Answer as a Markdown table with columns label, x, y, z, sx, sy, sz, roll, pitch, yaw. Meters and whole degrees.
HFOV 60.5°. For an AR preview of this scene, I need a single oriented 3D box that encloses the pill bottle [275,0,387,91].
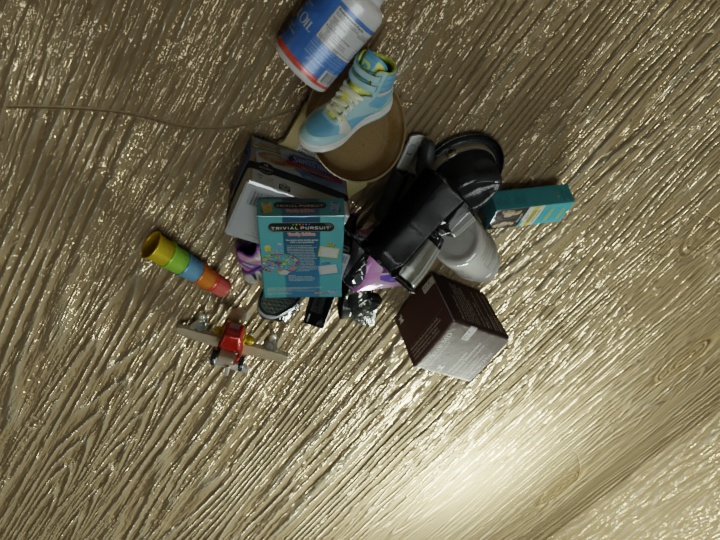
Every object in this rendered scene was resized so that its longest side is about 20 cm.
| label | x | y | z | sx | sy | sz | roll | pitch | yaw |
| --- | --- | --- | --- | --- | --- | --- | --- | --- | --- |
| pill bottle | -0.035 | -0.393 | 0.967 | 0.111 | 0.113 | 0.200 | 29 | 115 | -38 |

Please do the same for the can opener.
| label | x | y | z | sx | sy | sz | roll | pitch | yaw |
| --- | --- | --- | --- | --- | --- | --- | --- | --- | --- |
| can opener | 0.090 | -0.177 | 1.243 | 0.052 | 0.067 | 0.203 | 10 | 120 | -27 |

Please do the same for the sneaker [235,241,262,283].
| label | x | y | z | sx | sy | sz | roll | pitch | yaw |
| --- | --- | --- | --- | --- | --- | --- | --- | --- | --- |
| sneaker | -0.171 | -0.057 | 1.251 | 0.197 | 0.081 | 0.089 | -29 | 125 | 7 |

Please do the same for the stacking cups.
| label | x | y | z | sx | sy | sz | roll | pitch | yaw |
| --- | --- | --- | --- | --- | --- | --- | --- | --- | --- |
| stacking cups | -0.344 | -0.002 | 1.241 | 0.060 | 0.061 | 0.199 | -36 | 133 | 14 |

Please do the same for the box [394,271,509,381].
| label | x | y | z | sx | sy | sz | roll | pitch | yaw |
| --- | --- | --- | --- | --- | --- | --- | --- | --- | --- |
| box | 0.221 | 0.141 | 1.516 | 0.196 | 0.166 | 0.167 | 18 | 123 | -33 |

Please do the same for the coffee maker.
| label | x | y | z | sx | sy | sz | roll | pitch | yaw |
| --- | --- | --- | --- | --- | --- | --- | --- | --- | --- |
| coffee maker | 0.096 | -0.090 | 1.161 | 0.201 | 0.135 | 0.191 | -50 | 128 | 3 |

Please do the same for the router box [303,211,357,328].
| label | x | y | z | sx | sy | sz | roll | pitch | yaw |
| --- | --- | --- | --- | --- | --- | --- | --- | --- | --- |
| router box | -0.062 | -0.004 | 1.282 | 0.050 | 0.151 | 0.203 | 17 | 126 | -6 |

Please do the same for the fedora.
| label | x | y | z | sx | sy | sz | roll | pitch | yaw |
| --- | --- | --- | --- | --- | --- | --- | --- | --- | --- |
| fedora | 0.219 | -0.179 | 1.272 | 0.195 | 0.093 | 0.204 | -11 | 134 | -11 |

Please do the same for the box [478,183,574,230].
| label | x | y | z | sx | sy | sz | roll | pitch | yaw |
| --- | --- | --- | --- | --- | --- | --- | --- | --- | --- |
| box | 0.370 | -0.142 | 1.380 | 0.194 | 0.050 | 0.083 | -8 | 154 | -15 |

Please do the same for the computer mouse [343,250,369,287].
| label | x | y | z | sx | sy | sz | roll | pitch | yaw |
| --- | --- | --- | --- | --- | --- | --- | --- | --- | --- |
| computer mouse | 0.000 | 0.000 | 1.165 | 0.034 | 0.200 | 0.059 | 38 | 81 | 0 |

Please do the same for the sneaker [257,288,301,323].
| label | x | y | z | sx | sy | sz | roll | pitch | yaw |
| --- | --- | --- | --- | --- | --- | --- | --- | --- | --- |
| sneaker | -0.174 | 0.073 | 1.295 | 0.076 | 0.203 | 0.147 | 33 | 125 | 0 |

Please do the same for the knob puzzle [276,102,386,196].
| label | x | y | z | sx | sy | sz | roll | pitch | yaw |
| --- | --- | --- | --- | --- | --- | --- | --- | --- | --- |
| knob puzzle | -0.073 | -0.206 | 1.178 | 0.213 | 0.031 | 0.223 | -4 | 135 | -4 |

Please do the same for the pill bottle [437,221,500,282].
| label | x | y | z | sx | sy | sz | roll | pitch | yaw |
| --- | --- | --- | --- | --- | --- | --- | --- | --- | --- |
| pill bottle | 0.244 | -0.041 | 1.372 | 0.113 | 0.116 | 0.199 | -36 | 152 | 14 |

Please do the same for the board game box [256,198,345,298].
| label | x | y | z | sx | sy | sz | roll | pitch | yaw |
| --- | --- | --- | --- | --- | --- | --- | --- | --- | --- |
| board game box | -0.104 | -0.036 | 1.099 | 0.146 | 0.048 | 0.203 | -1 | 136 | -5 |

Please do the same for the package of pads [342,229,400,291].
| label | x | y | z | sx | sy | sz | roll | pitch | yaw |
| --- | --- | --- | --- | --- | --- | --- | --- | --- | --- |
| package of pads | 0.060 | -0.027 | 1.329 | 0.196 | 0.076 | 0.123 | -6 | 131 | -39 |

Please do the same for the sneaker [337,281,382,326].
| label | x | y | z | sx | sy | sz | roll | pitch | yaw |
| --- | --- | --- | --- | --- | --- | --- | --- | --- | --- |
| sneaker | 0.005 | 0.058 | 1.435 | 0.101 | 0.061 | 0.203 | -3 | 137 | -17 |

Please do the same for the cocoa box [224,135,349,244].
| label | x | y | z | sx | sy | sz | roll | pitch | yaw |
| --- | --- | --- | --- | --- | --- | --- | --- | --- | --- |
| cocoa box | -0.134 | -0.128 | 1.132 | 0.195 | 0.133 | 0.134 | 17 | 132 | -22 |

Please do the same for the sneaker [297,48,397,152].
| label | x | y | z | sx | sy | sz | roll | pitch | yaw |
| --- | --- | --- | --- | --- | --- | --- | --- | --- | --- |
| sneaker | -0.020 | -0.283 | 0.992 | 0.199 | 0.080 | 0.131 | -40 | 165 | -25 |

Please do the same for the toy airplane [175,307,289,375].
| label | x | y | z | sx | sy | sz | roll | pitch | yaw |
| --- | --- | --- | --- | --- | --- | --- | --- | --- | --- |
| toy airplane | -0.282 | 0.156 | 1.377 | 0.195 | 0.145 | 0.199 | -1 | 158 | 36 |

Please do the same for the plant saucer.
| label | x | y | z | sx | sy | sz | roll | pitch | yaw |
| --- | --- | --- | --- | --- | --- | --- | --- | --- | --- |
| plant saucer | -0.011 | -0.257 | 1.095 | 0.195 | 0.035 | 0.207 | -1 | 93 | -26 |
